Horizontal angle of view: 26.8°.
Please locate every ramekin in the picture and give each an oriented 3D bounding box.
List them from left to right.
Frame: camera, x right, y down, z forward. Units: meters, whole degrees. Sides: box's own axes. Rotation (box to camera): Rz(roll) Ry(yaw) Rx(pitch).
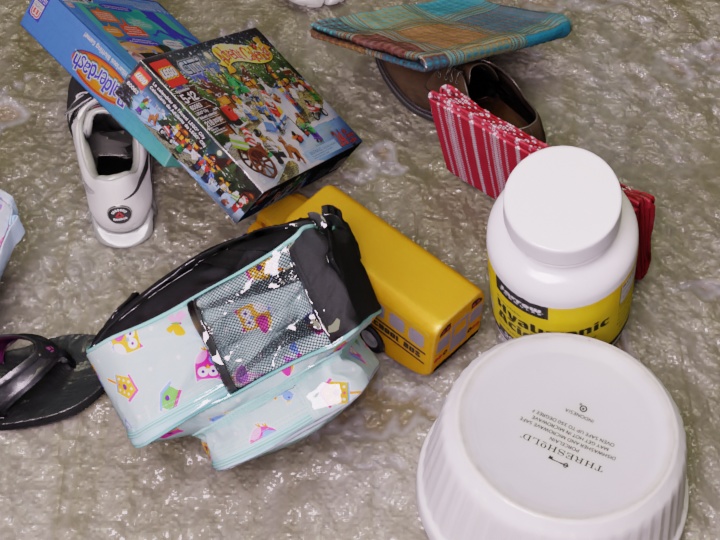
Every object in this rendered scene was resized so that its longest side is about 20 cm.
[{"bbox_3d":[0.142,0.134,1.084,0.201,0.094,0.203,1,51,-1],"label":"ramekin"}]

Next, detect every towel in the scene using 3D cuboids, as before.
[{"bbox_3d":[0.074,-0.214,1.338,0.146,0.022,0.200,23,30,40],"label":"towel"},{"bbox_3d":[0.147,-0.069,1.218,0.200,0.145,0.023,32,76,20],"label":"towel"}]

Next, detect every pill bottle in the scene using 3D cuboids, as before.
[{"bbox_3d":[0.149,-0.011,1.121,0.111,0.200,0.112,-3,66,6],"label":"pill bottle"}]

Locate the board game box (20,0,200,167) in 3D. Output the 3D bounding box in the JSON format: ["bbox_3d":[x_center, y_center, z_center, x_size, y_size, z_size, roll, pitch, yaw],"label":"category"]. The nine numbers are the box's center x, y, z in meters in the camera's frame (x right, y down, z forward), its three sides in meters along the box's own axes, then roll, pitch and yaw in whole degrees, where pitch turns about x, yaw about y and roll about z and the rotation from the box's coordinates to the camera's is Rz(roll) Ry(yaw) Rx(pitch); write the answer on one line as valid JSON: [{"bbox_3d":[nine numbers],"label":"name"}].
[{"bbox_3d":[-0.170,-0.163,1.285,0.200,0.045,0.152,43,24,24],"label":"board game box"}]

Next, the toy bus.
[{"bbox_3d":[0.000,0.000,1.197,0.200,0.078,0.065,36,58,24],"label":"toy bus"}]

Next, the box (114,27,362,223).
[{"bbox_3d":[-0.091,-0.121,1.205,0.137,0.038,0.200,47,27,3],"label":"box"}]

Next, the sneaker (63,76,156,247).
[{"bbox_3d":[-0.211,-0.122,1.284,0.074,0.089,0.200,-13,51,-10],"label":"sneaker"}]

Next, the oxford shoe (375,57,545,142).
[{"bbox_3d":[0.091,-0.165,1.330,0.073,0.085,0.200,-37,59,-25],"label":"oxford shoe"}]

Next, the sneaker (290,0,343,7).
[{"bbox_3d":[0.009,-0.319,1.450,0.200,0.084,0.081,-29,58,-24],"label":"sneaker"}]

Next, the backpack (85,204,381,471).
[{"bbox_3d":[-0.088,0.056,1.085,0.199,0.176,0.154,-20,95,8],"label":"backpack"}]

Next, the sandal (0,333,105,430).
[{"bbox_3d":[-0.282,0.083,1.140,0.200,0.048,0.076,-11,52,-9],"label":"sandal"}]

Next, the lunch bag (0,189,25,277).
[{"bbox_3d":[-0.368,0.000,1.140,0.199,0.127,0.170,1,46,8],"label":"lunch bag"}]
